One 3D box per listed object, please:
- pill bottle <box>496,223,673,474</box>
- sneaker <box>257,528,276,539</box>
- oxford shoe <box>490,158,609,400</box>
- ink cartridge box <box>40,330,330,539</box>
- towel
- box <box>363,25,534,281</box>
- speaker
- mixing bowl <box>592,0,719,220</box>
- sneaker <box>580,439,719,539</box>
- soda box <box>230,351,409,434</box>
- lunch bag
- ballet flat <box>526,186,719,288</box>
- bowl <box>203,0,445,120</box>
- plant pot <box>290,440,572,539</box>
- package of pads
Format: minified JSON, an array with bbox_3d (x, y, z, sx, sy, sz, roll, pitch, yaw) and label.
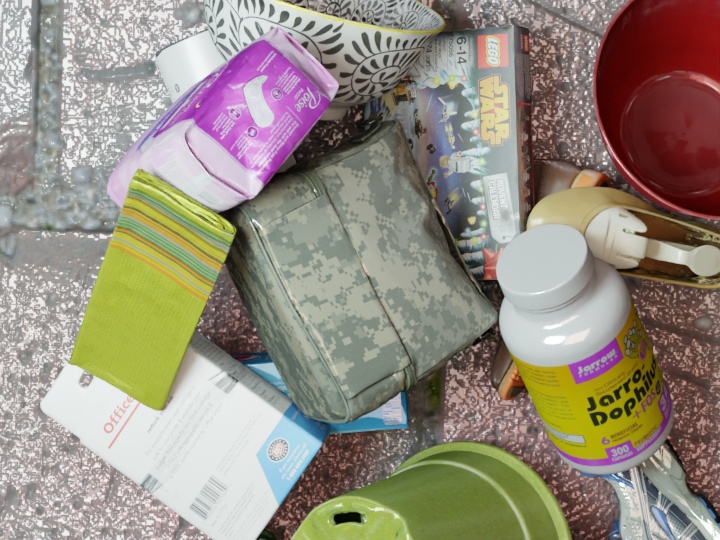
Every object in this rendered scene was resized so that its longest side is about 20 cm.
[{"bbox_3d":[0.170,0.060,1.506,0.104,0.105,0.201,-26,129,3],"label":"pill bottle"},{"bbox_3d":[-0.152,0.277,1.612,0.199,0.078,0.086,-33,86,-6],"label":"sneaker"},{"bbox_3d":[0.139,0.006,1.592,0.072,0.071,0.202,21,93,23],"label":"oxford shoe"},{"bbox_3d":[-0.137,0.117,1.527,0.199,0.068,0.116,36,98,1],"label":"ink cartridge box"},{"bbox_3d":[-0.156,0.020,1.424,0.086,0.018,0.201,31,131,6],"label":"towel"},{"bbox_3d":[0.071,-0.092,1.562,0.136,0.040,0.202,-2,91,26],"label":"box"},{"bbox_3d":[-0.096,-0.096,1.575,0.081,0.081,0.202,-21,92,3],"label":"speaker"},{"bbox_3d":[0.268,-0.124,1.537,0.198,0.108,0.202,2,76,-7],"label":"mixing bowl"},{"bbox_3d":[0.252,0.213,1.596,0.085,0.077,0.201,-35,83,8],"label":"sneaker"},{"bbox_3d":[-0.060,0.101,1.593,0.198,0.068,0.065,-4,96,2],"label":"soda box"},{"bbox_3d":[0.000,0.000,1.486,0.167,0.139,0.201,-29,98,-16],"label":"lunch bag"},{"bbox_3d":[0.226,-0.024,1.538,0.198,0.063,0.069,8,100,-29],"label":"ballet flat"},{"bbox_3d":[-0.041,-0.175,1.502,0.199,0.201,0.095,17,109,0],"label":"bowl"},{"bbox_3d":[0.037,0.234,1.503,0.198,0.189,0.202,-3,85,31],"label":"plant pot"},{"bbox_3d":[-0.105,-0.096,1.423,0.076,0.200,0.121,42,69,-13],"label":"package of pads"}]
